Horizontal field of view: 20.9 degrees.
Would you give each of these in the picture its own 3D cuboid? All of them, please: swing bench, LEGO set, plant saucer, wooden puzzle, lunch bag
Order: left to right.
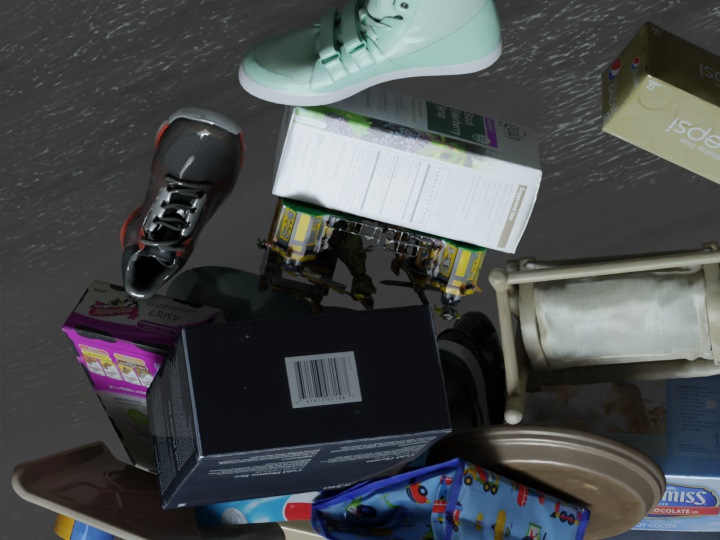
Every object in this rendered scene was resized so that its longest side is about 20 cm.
[{"bbox_3d":[-0.181,0.215,1.667,0.199,0.185,0.047,24,99,15],"label":"wooden puzzle"},{"bbox_3d":[-0.090,0.079,1.704,0.200,0.039,0.202,20,145,14],"label":"plant saucer"},{"bbox_3d":[0.000,0.000,1.572,0.199,0.154,0.116,9,111,-19],"label":"LEGO set"},{"bbox_3d":[0.063,0.225,1.605,0.150,0.095,0.199,24,157,-34],"label":"lunch bag"},{"bbox_3d":[0.151,0.180,1.606,0.199,0.030,0.200,6,152,3],"label":"plant saucer"},{"bbox_3d":[0.218,0.043,1.591,0.198,0.200,0.131,-5,94,11],"label":"swing bench"}]

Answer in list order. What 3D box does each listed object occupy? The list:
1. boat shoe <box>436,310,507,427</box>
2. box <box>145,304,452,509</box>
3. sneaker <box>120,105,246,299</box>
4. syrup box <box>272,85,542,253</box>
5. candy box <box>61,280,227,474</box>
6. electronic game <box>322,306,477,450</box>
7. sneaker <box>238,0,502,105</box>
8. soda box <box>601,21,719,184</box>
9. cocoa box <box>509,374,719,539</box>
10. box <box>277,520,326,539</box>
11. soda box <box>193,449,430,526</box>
[{"bbox_3d":[0.103,0.119,1.752,0.075,0.060,0.201,26,145,22],"label":"boat shoe"},{"bbox_3d":[-0.054,0.108,1.528,0.199,0.105,0.182,-5,162,-17],"label":"box"},{"bbox_3d":[-0.146,-0.047,1.593,0.077,0.082,0.200,17,136,-10],"label":"sneaker"},{"bbox_3d":[0.036,-0.086,1.521,0.199,0.079,0.082,13,119,-7],"label":"syrup box"},{"bbox_3d":[-0.160,0.105,1.700,0.136,0.061,0.201,12,142,26],"label":"candy box"},{"bbox_3d":[0.011,0.104,1.731,0.199,0.042,0.201,21,145,16],"label":"electronic game"},{"bbox_3d":[0.000,-0.191,1.429,0.199,0.074,0.118,-11,141,4],"label":"sneaker"},{"bbox_3d":[0.283,-0.110,1.489,0.199,0.064,0.068,22,135,-17],"label":"soda box"},{"bbox_3d":[0.230,0.170,1.738,0.199,0.134,0.132,2,136,5],"label":"cocoa box"},{"bbox_3d":[-0.085,0.229,1.870,0.199,0.095,0.078,12,137,-8],"label":"box"},{"bbox_3d":[-0.044,0.166,1.655,0.199,0.068,0.064,-2,135,-15],"label":"soda box"}]
